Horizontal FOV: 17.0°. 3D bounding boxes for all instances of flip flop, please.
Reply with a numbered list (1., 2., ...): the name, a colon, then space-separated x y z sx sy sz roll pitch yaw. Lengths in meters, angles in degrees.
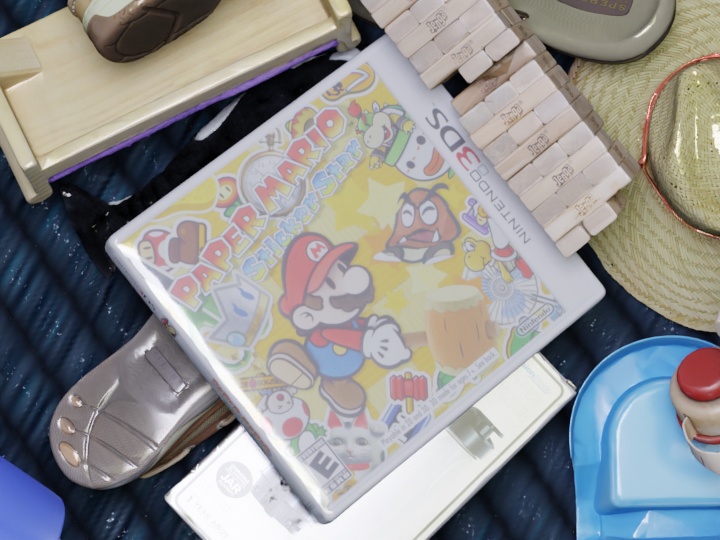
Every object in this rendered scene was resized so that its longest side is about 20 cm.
1. flip flop: 0.072 -0.160 1.298 0.199 0.058 0.081 17 82 24

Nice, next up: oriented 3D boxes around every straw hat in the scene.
1. straw hat: 0.193 -0.065 1.278 0.200 0.085 0.202 1 93 13

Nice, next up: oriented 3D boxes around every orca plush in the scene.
1. orca plush: -0.065 -0.068 1.295 0.199 0.071 0.106 -15 85 -5

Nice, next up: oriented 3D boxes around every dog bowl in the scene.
1. dog bowl: 0.165 0.137 1.300 0.111 0.050 0.201 -1 84 -4

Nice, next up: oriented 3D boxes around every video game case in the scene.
1. video game case: 0.000 0.000 1.244 0.200 0.023 0.182 -38 87 -20

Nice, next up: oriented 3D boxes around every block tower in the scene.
1. block tower: 0.067 -0.104 1.251 0.054 0.058 0.200 -39 91 15

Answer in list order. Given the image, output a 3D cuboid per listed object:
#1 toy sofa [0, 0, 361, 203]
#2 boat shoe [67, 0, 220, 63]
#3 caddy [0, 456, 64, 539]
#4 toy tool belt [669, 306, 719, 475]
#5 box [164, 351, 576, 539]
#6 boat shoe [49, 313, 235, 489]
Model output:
1. toy sofa: -0.105 -0.116 1.280 0.199 0.098 0.083 -27 79 -6
2. boat shoe: -0.065 -0.190 1.214 0.200 0.072 0.076 -32 69 -6
3. caddy: -0.233 0.140 1.210 0.105 0.200 0.142 35 81 -16
4. toy tool belt: 0.238 0.014 1.209 0.199 0.123 0.125 -17 46 15
5. box: 0.005 0.094 1.290 0.117 0.060 0.200 45 84 2
6. boat shoe: -0.078 0.043 1.285 0.200 0.072 0.076 -36 75 0
